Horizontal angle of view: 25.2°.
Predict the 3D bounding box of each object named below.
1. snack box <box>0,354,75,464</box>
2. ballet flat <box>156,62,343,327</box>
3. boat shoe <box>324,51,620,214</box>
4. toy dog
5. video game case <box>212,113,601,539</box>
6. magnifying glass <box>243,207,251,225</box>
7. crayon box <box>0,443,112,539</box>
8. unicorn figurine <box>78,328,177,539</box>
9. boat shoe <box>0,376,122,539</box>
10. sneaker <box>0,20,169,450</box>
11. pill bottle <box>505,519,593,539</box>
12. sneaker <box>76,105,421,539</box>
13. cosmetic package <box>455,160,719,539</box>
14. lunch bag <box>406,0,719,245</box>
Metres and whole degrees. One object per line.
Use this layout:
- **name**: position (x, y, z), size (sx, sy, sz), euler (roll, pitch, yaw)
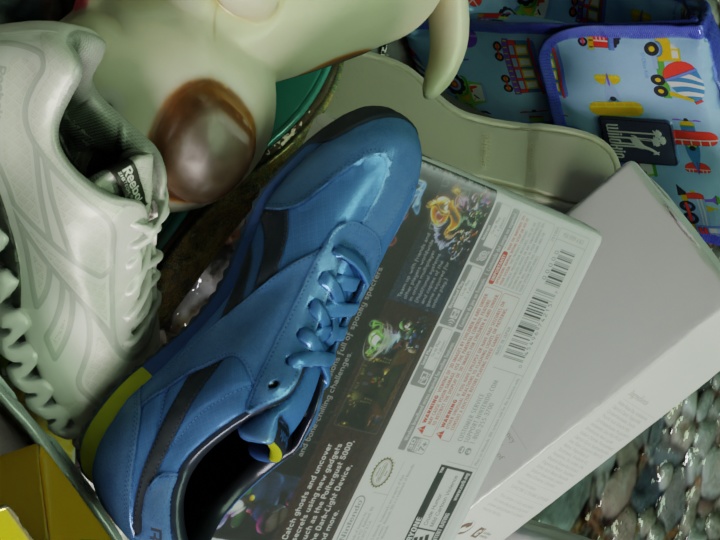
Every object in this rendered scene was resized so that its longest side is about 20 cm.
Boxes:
- **snack box**: position (-0.207, 0.073, 0.660), size (0.199, 0.053, 0.143), euler (-14, 111, -48)
- **ballet flat**: position (-0.077, -0.041, 0.780), size (0.200, 0.070, 0.071), euler (-52, 136, -27)
- **boat shoe**: position (0.041, -0.063, 0.867), size (0.199, 0.057, 0.067), euler (17, 69, -13)
- **toy dog**: position (-0.057, -0.117, 0.715), size (0.200, 0.139, 0.194), euler (-51, 128, -19)
- **video game case**: position (0.008, 0.046, 0.747), size (0.181, 0.023, 0.201), euler (18, 101, -41)
- **magnifying glass**: position (0.000, 0.000, 0.838), size (0.200, 0.022, 0.080), euler (23, 83, -60)
- **crayon box**: position (-0.151, 0.136, 0.610), size (0.126, 0.051, 0.200), euler (-17, 141, 2)
- **unicorn figurine**: position (-0.101, 0.110, 0.793), size (0.138, 0.074, 0.200), euler (-60, 159, -13)
- **boat shoe**: position (-0.160, 0.066, 0.620), size (0.075, 0.064, 0.202), euler (-56, 139, -23)
- **sneaker**: position (-0.109, -0.007, 0.644), size (0.075, 0.081, 0.201), euler (-74, 149, -56)
- **pill bottle**: position (0.101, 0.267, 1.043), size (0.119, 0.119, 0.201), euler (20, 87, -51)
- **sneaker**: position (-0.028, 0.028, 0.642), size (0.200, 0.078, 0.066), euler (-53, 136, -4)
- **cosmetic package**: position (0.104, 0.049, 0.853), size (0.200, 0.102, 0.074), euler (-39, 150, 12)
- **lunch bag**: position (0.141, -0.094, 0.908), size (0.094, 0.199, 0.151), euler (-47, 133, -30)
